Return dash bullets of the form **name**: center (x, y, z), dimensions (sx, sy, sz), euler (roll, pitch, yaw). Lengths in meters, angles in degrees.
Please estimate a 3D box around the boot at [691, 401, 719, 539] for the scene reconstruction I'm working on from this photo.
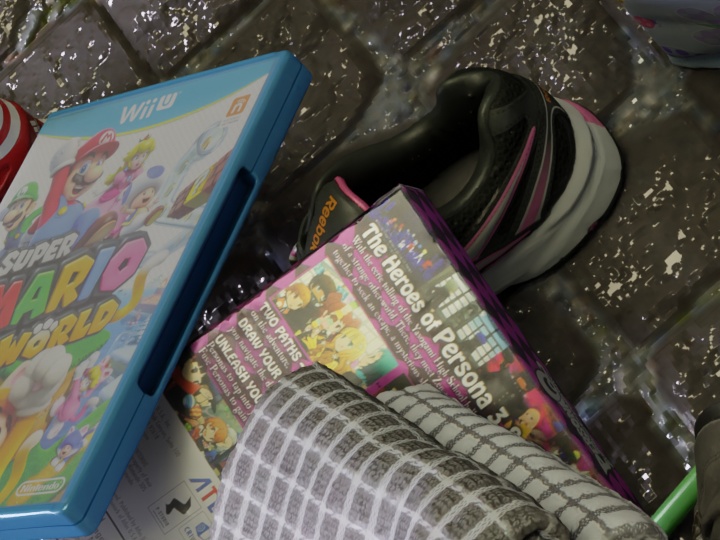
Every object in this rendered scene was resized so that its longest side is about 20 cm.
- **boot**: center (0.120, 0.145, 0.694), dimensions (0.070, 0.200, 0.132), euler (6, 40, 2)

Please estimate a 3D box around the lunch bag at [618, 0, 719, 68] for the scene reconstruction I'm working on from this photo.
- **lunch bag**: center (0.165, -0.150, 0.770), dimensions (0.200, 0.170, 0.127), euler (-6, 68, 28)

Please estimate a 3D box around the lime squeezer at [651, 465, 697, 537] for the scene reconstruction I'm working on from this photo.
- **lime squeezer**: center (0.158, 0.013, 0.761), dimensions (0.038, 0.071, 0.200), euler (42, 95, -3)

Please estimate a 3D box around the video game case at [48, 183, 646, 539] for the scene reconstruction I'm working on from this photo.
- **video game case**: center (0.002, 0.103, 0.791), dimensions (0.181, 0.036, 0.200), euler (-37, 79, 13)

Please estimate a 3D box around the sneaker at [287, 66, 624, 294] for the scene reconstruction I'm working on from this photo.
- **sneaker**: center (0.000, 0.000, 0.855), dimensions (0.200, 0.086, 0.080), euler (-51, 51, 3)

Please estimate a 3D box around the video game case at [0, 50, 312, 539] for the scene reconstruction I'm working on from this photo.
- **video game case**: center (-0.106, 0.011, 0.845), dimensions (0.143, 0.018, 0.200), euler (-10, 46, 44)

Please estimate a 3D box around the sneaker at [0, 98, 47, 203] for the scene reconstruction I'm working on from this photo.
- **sneaker**: center (-0.227, -0.023, 0.986), dimensions (0.200, 0.116, 0.078), euler (-36, 55, 13)

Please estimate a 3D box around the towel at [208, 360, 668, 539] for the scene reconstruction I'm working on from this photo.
- **towel**: center (0.005, 0.142, 0.686), dimensions (0.166, 0.085, 0.200), euler (25, 103, 62)
